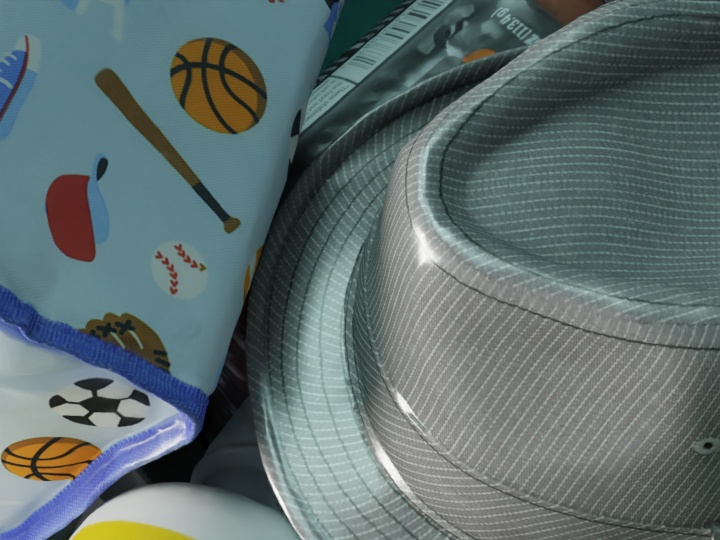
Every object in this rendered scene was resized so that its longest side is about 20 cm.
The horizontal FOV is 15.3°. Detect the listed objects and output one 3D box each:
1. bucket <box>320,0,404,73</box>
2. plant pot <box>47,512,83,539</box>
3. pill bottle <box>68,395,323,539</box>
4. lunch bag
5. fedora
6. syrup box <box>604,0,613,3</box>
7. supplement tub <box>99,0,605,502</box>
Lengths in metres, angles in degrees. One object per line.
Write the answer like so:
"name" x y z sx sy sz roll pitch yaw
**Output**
"bucket" -0.055 -0.146 0.870 0.134 0.208 0.208 22 54 20
"plant pot" -0.247 0.088 0.833 0.199 0.196 0.197 -19 30 43
"pill bottle" -0.047 0.124 0.655 0.111 0.112 0.200 0 43 43
"lunch bag" -0.107 -0.015 0.723 0.200 0.123 0.171 -39 25 53
"fedora" 0.071 -0.002 0.625 0.198 0.091 0.178 1 59 -1
"syrup box" 0.138 -0.120 0.880 0.199 0.079 0.082 5 45 47
"supplement tub" 0.000 0.000 0.805 0.200 0.107 0.107 -43 31 -17
